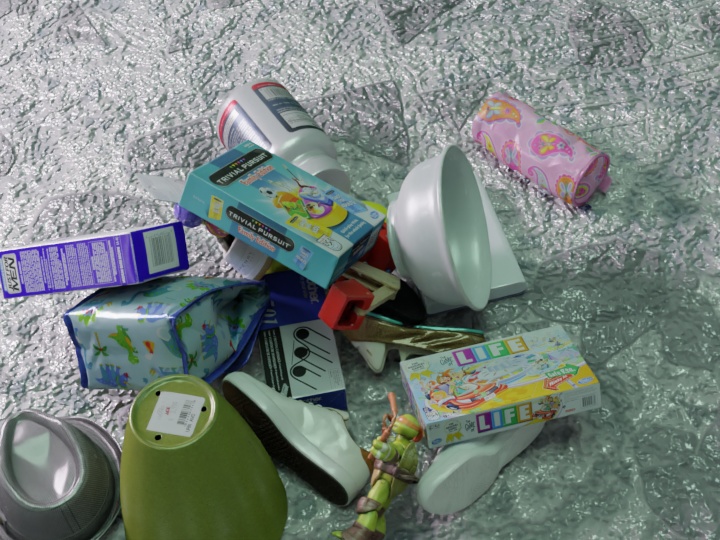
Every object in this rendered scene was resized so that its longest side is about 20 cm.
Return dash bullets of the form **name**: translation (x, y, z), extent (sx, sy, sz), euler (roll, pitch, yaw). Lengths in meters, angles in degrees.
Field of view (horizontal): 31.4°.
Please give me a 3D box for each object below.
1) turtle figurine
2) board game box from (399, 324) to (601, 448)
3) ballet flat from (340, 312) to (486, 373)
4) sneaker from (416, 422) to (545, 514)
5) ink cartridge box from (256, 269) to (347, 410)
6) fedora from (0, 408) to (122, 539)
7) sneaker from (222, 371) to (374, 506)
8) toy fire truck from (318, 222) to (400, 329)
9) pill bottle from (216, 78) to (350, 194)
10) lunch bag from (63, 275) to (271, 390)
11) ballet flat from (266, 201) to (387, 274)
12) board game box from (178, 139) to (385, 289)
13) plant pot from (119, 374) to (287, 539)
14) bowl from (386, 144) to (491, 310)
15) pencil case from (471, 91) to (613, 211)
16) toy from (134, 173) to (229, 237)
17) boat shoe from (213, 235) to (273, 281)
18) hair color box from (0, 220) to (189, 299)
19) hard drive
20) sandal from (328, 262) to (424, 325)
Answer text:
- **turtle figurine**: translation (0.030, 0.221, 1.377), extent (0.064, 0.200, 0.163), euler (23, 83, 5)
- **board game box**: translation (0.155, 0.128, 1.446), extent (0.197, 0.035, 0.135), euler (-13, 28, -6)
- **ballet flat**: translation (0.051, 0.092, 1.534), extent (0.197, 0.068, 0.073), euler (11, 83, 2)
- **sneaker**: translation (0.118, 0.195, 1.438), extent (0.088, 0.076, 0.199), euler (30, 48, 33)
- **ink cartridge box**: translation (-0.078, 0.086, 1.562), extent (0.093, 0.045, 0.201), euler (-10, 48, -5)
- **fedora**: translation (-0.356, 0.223, 1.438), extent (0.175, 0.091, 0.201), euler (-23, 51, -12)
- **sneaker**: translation (-0.068, 0.176, 1.457), extent (0.200, 0.073, 0.085), euler (40, 53, 8)
- **toy fire truck**: translation (0.000, 0.000, 1.538), extent (0.141, 0.049, 0.199), euler (42, 32, 29)
- **pill bottle**: translation (-0.101, -0.157, 1.729), extent (0.119, 0.120, 0.200), euler (-26, 52, -17)
- **lunch bag**: translation (-0.222, 0.063, 1.524), extent (0.168, 0.129, 0.200), euler (2, 25, 27)
- **ballet flat**: translation (-0.045, -0.048, 1.662), extent (0.199, 0.067, 0.067), euler (-31, 51, -20)
- **board game box**: translation (-0.087, -0.070, 1.486), extent (0.199, 0.047, 0.151), euler (29, 28, 10)
- **plant pot**: translation (-0.180, 0.207, 1.364), extent (0.185, 0.201, 0.189), euler (-3, 48, 3)
- **bowl**: translation (0.089, -0.044, 1.542), extent (0.089, 0.202, 0.203), euler (-10, 46, 19)
- **pencil case**: translation (0.244, -0.164, 1.729), extent (0.199, 0.088, 0.087), euler (36, 60, 30)
- **toy**: translation (-0.169, -0.069, 1.546), extent (0.198, 0.048, 0.115), euler (6, 15, -24)
- **boat shoe**: translation (-0.157, -0.058, 1.640), extent (0.069, 0.071, 0.200), euler (28, 15, -24)
- **hair color box**: translation (-0.314, -0.012, 1.501), extent (0.198, 0.066, 0.109), euler (-5, 6, 27)
- **hard drive**: translation (0.121, -0.037, 1.664), extent (0.130, 0.026, 0.201), euler (-13, 49, -6)
- **sandal**: translation (-0.011, 0.019, 1.599), extent (0.198, 0.045, 0.075), euler (26, 28, 3)
